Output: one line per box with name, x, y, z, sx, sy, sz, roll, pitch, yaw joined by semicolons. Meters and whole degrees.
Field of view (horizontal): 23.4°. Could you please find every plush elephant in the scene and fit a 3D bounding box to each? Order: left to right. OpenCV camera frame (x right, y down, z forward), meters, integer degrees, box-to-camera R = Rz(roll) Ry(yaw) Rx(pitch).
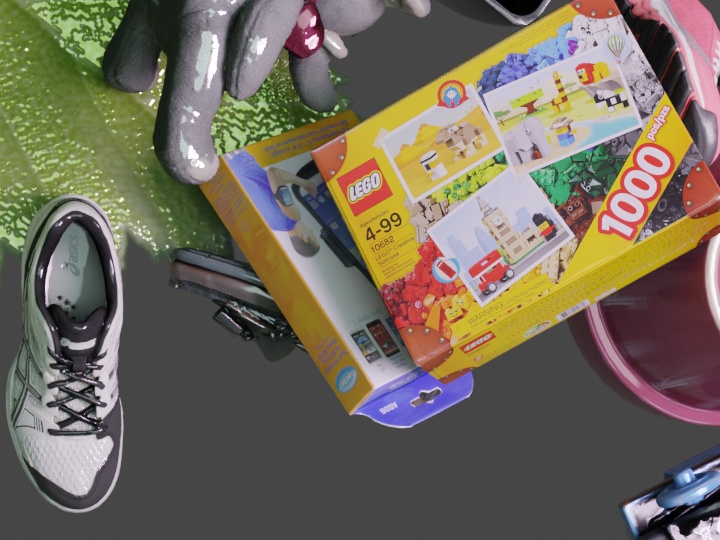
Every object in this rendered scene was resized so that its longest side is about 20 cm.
plush elephant;-0.053;-0.162;1.076;0.153;0.165;0.202;8;109;-29

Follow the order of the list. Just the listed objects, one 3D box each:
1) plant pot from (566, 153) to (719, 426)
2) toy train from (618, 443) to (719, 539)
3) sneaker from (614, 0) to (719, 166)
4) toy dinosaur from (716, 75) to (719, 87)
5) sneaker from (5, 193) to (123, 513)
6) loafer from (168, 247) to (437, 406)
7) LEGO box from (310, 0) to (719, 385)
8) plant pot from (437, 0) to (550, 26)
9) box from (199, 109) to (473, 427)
plant pot;0.248;0.004;1.128;0.197;0.179;0.203;0;90;-11
toy train;0.264;0.149;1.161;0.198;0.114;0.087;-25;91;-12
sneaker;0.210;-0.142;1.136;0.086;0.074;0.201;5;44;-22
toy dinosaur;0.317;-0.144;1.196;0.199;0.086;0.137;18;97;-34
sneaker;-0.184;0.053;1.084;0.075;0.088;0.203;-4;91;-13
loafer;-0.034;0.041;1.126;0.198;0.072;0.064;18;91;-13
LEGO box;0.095;-0.048;1.027;0.199;0.077;0.150;-30;73;7
plant pot;0.057;-0.275;1.095;0.199;0.177;0.201;35;81;-9
box;0.000;0.000;1.092;0.118;0.042;0.201;-23;71;-41
